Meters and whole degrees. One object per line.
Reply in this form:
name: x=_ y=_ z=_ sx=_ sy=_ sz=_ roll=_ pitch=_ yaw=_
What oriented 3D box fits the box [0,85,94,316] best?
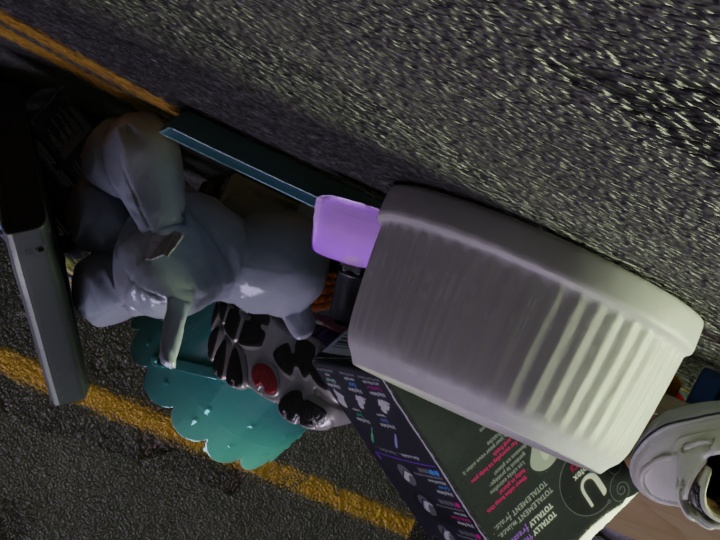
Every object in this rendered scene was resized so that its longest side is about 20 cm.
box: x=-0.229 y=-0.048 z=1.439 sx=0.161 sy=0.049 sz=0.200 roll=-3 pitch=132 yaw=45

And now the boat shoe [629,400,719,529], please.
boat shoe: x=0.230 y=0.129 z=1.183 sx=0.071 sy=0.070 sz=0.200 roll=45 pitch=150 yaw=-12

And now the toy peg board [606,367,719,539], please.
toy peg board: x=0.265 y=0.131 z=1.328 sx=0.199 sy=0.098 sz=0.199 roll=22 pitch=151 yaw=21

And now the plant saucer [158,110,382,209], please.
plant saucer: x=-0.034 y=-0.055 z=1.199 sx=0.199 sy=0.019 sz=0.070 roll=24 pitch=176 yaw=-11

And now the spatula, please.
spatula: x=-0.006 y=0.000 z=1.229 sx=0.056 sy=0.021 sz=0.200 roll=16 pitch=161 yaw=3

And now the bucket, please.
bucket: x=-0.096 y=0.068 z=1.724 sx=0.207 sy=0.135 sz=0.208 roll=36 pitch=-149 yaw=-26

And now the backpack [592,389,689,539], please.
backpack: x=0.246 y=0.174 z=1.516 sx=0.200 sy=0.147 sz=0.183 roll=35 pitch=180 yaw=9

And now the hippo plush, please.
hippo plush: x=-0.100 y=-0.031 z=1.292 sx=0.160 sy=0.160 sz=0.200 roll=-2 pitch=-171 yaw=-29

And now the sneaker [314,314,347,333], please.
sneaker: x=-0.020 y=0.077 z=1.533 sx=0.075 sy=0.090 sz=0.200 roll=33 pitch=160 yaw=-24

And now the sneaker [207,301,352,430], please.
sneaker: x=-0.046 y=0.065 z=1.384 sx=0.083 sy=0.081 sz=0.200 roll=8 pitch=-160 yaw=-40

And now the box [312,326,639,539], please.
box: x=0.080 y=0.107 z=1.281 sx=0.200 sy=0.122 sz=0.106 roll=58 pitch=158 yaw=-18

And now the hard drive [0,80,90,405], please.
hard drive: x=-0.231 y=-0.016 z=1.327 sx=0.033 sy=0.140 sz=0.200 roll=-13 pitch=142 yaw=-7

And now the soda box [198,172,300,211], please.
soda box: x=-0.100 y=-0.034 z=1.506 sx=0.068 sy=0.064 sz=0.200 roll=25 pitch=176 yaw=-11

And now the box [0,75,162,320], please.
box: x=-0.232 y=-0.059 z=1.521 sx=0.160 sy=0.044 sz=0.200 roll=24 pitch=150 yaw=21

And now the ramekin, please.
ramekin: x=0.087 y=0.038 z=1.075 sx=0.200 sy=0.105 sz=0.200 roll=25 pitch=176 yaw=2

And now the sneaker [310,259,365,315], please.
sneaker: x=0.000 y=0.000 z=1.407 sx=0.092 sy=0.076 sz=0.200 roll=17 pitch=-175 yaw=-13
